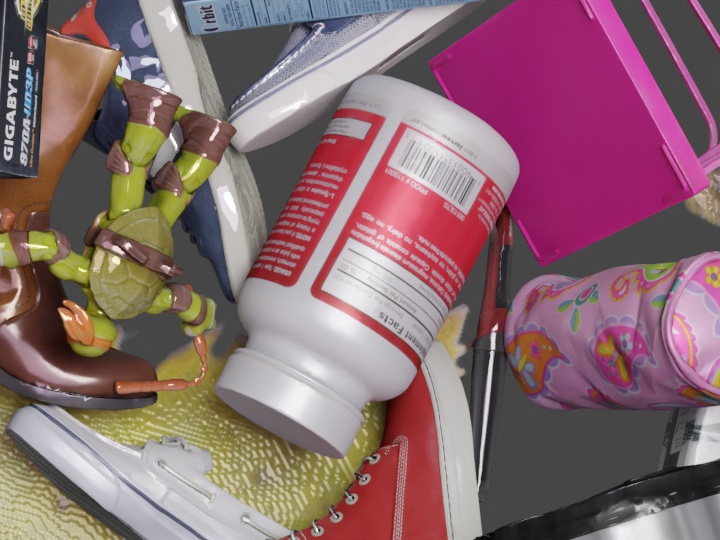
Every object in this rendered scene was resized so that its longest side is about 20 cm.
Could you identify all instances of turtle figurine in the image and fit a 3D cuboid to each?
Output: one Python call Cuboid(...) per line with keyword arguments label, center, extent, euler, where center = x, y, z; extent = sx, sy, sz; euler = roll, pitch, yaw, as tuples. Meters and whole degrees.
Cuboid(label="turtle figurine", center=(-0.134, -0.020, 1.549), extent=(0.199, 0.064, 0.162), euler=(24, 84, -36))

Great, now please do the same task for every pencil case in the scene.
Cuboid(label="pencil case", center=(0.161, 0.036, 1.607), extent=(0.087, 0.200, 0.088), euler=(3, 83, -26))

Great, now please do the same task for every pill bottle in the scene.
Cuboid(label="pill bottle", center=(0.000, 0.000, 1.608), extent=(0.112, 0.112, 0.201), euler=(30, 78, -5))

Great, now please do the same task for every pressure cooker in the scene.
Cuboid(label="pressure cooker", center=(0.163, 0.215, 1.525), extent=(0.175, 0.178, 0.201), euler=(-11, 80, -30))

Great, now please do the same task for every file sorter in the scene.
Cuboid(label="file sorter", center=(0.156, -0.110, 1.611), extent=(0.125, 0.200, 0.140), euler=(-30, 91, -24))

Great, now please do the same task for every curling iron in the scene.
Cuboid(label="curling iron", center=(0.069, 0.037, 1.683), extent=(0.049, 0.026, 0.202), euler=(1, 85, -11))

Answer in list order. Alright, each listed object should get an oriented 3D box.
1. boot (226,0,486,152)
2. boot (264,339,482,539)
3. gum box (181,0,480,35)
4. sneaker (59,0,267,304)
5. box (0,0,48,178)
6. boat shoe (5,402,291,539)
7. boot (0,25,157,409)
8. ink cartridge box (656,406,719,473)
Cuboid(label="boot", center=(-0.016, -0.153, 1.660), extent=(0.199, 0.073, 0.091), euler=(-35, 86, -23))
Cuboid(label="boot", center=(-0.006, 0.130, 1.619), extent=(0.143, 0.073, 0.201), euler=(-3, 60, -5))
Cuboid(label="gum box", center=(-0.008, -0.230, 1.634), extent=(0.198, 0.045, 0.171), euler=(-7, 67, 2))
Cuboid(label="sneaker", center=(-0.117, -0.068, 1.647), extent=(0.084, 0.075, 0.201), euler=(-19, 92, 9))
Cuboid(label="box", center=(-0.265, -0.132, 1.580), extent=(0.199, 0.046, 0.160), euler=(2, 86, 31))
Cuboid(label="boat shoe", center=(-0.112, 0.129, 1.635), extent=(0.200, 0.073, 0.067), euler=(40, 76, -16))
Cuboid(label="boot", center=(-0.176, -0.034, 1.618), extent=(0.187, 0.068, 0.201), euler=(22, 97, 6))
Cuboid(label="ink cartridge box", center=(0.252, 0.127, 1.675), extent=(0.146, 0.083, 0.201), euler=(14, 85, -7))
